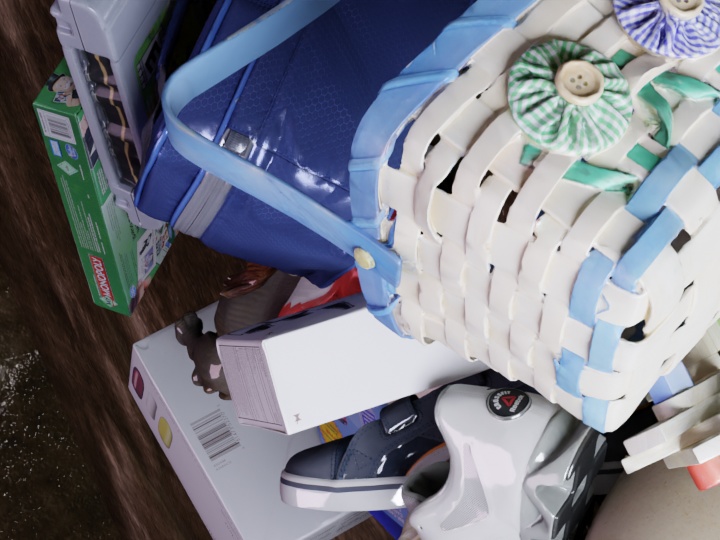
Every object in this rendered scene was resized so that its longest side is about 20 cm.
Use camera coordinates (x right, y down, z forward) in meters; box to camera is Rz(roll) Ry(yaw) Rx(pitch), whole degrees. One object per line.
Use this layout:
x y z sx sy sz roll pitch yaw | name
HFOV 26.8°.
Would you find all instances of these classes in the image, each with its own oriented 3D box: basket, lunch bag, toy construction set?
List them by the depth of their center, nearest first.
0.055 -0.058 0.533 0.200 0.176 0.139 32 150 29 | basket
0.126 -0.003 0.654 0.131 0.092 0.200 135 125 -67 | toy construction set
-0.034 -0.106 0.766 0.132 0.200 0.136 24 161 -11 | lunch bag

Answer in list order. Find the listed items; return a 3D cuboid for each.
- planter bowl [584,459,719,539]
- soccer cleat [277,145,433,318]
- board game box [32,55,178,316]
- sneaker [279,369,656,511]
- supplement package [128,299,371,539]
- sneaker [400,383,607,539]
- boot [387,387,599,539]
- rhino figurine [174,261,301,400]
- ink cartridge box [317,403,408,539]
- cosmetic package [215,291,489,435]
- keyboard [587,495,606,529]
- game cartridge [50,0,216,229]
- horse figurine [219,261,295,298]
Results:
0.171 0.164 0.687 0.200 0.135 0.200 52 157 32 | planter bowl
0.000 0.000 0.942 0.069 0.085 0.200 28 137 3 | soccer cleat
-0.134 -0.081 0.905 0.029 0.135 0.200 17 148 12 | board game box
0.055 0.082 0.797 0.078 0.200 0.079 -55 -41 -88 | sneaker
-0.073 0.126 1.221 0.200 0.156 0.111 58 160 14 | supplement package
0.063 0.133 0.737 0.088 0.074 0.200 20 127 22 | sneaker
0.043 0.115 0.914 0.200 0.072 0.155 -41 72 49 | boot
-0.057 0.001 1.030 0.060 0.200 0.087 29 -179 -33 | rhino figurine
0.025 0.111 1.079 0.136 0.076 0.200 35 148 53 | ink cartridge box
0.036 0.026 0.751 0.083 0.200 0.051 -1 105 68 | cosmetic package
0.121 0.100 0.893 0.200 0.040 0.104 27 128 50 | keyboard
-0.106 -0.127 0.817 0.040 0.133 0.200 15 152 12 | game cartridge
-0.028 -0.077 0.898 0.050 0.200 0.133 19 159 -6 | horse figurine
